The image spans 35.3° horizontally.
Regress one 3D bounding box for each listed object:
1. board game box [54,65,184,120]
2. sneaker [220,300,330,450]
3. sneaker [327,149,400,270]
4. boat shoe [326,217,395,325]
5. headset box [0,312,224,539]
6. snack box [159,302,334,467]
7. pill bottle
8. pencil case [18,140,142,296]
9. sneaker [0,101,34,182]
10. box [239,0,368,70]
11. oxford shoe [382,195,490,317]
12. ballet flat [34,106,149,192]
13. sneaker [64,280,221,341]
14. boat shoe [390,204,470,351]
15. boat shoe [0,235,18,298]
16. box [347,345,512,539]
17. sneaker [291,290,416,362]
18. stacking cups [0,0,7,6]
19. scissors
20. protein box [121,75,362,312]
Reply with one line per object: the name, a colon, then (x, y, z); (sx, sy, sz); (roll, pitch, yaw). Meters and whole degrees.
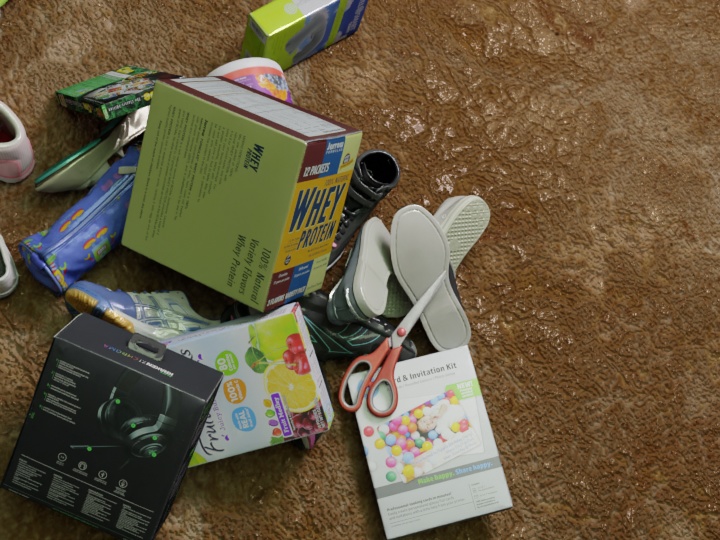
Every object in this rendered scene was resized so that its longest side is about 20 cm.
board game box: (-0.288, -0.214, 1.349); (0.104, 0.200, 0.024); (-27, 114, -21)
sneaker: (-0.102, 0.117, 1.338); (0.080, 0.086, 0.201); (-33, 107, -60)
sneaker: (-0.022, -0.078, 1.418); (0.071, 0.099, 0.200); (38, 67, -2)
boat shoe: (0.000, 0.000, 1.364); (0.073, 0.062, 0.200); (54, 24, -21)
headset box: (-0.261, 0.164, 1.206); (0.173, 0.093, 0.201); (22, 105, 0)
snack box: (-0.145, 0.132, 1.264); (0.199, 0.053, 0.143); (-15, 100, 7)
pill bottle: (-0.124, -0.152, 1.408); (0.111, 0.111, 0.201); (-13, 75, -19)
pencil case: (-0.307, -0.061, 1.328); (0.078, 0.087, 0.200); (42, 73, 10)
sneaker: (-0.475, -0.183, 1.326); (0.200, 0.105, 0.076); (29, 68, -3)
box: (-0.063, -0.331, 1.483); (0.200, 0.122, 0.048); (-33, 79, -23)
oxford shoe: (0.087, -0.019, 1.454); (0.200, 0.058, 0.075); (-49, 121, -11)
ballet flat: (-0.307, -0.144, 1.385); (0.069, 0.069, 0.200); (43, 65, 2)
sneaker: (-0.247, 0.055, 1.330); (0.199, 0.075, 0.088); (30, 58, -14)
boat shoe: (0.084, 0.005, 1.392); (0.074, 0.060, 0.201); (-24, 112, 2)
boat shoe: (-0.462, -0.059, 1.305); (0.072, 0.066, 0.201); (-27, 80, -22)
box: (0.081, 0.206, 1.357); (0.155, 0.041, 0.201); (-13, 74, -3)
sneaker: (-0.027, 0.076, 1.389); (0.199, 0.075, 0.080); (25, 96, -13)
stacking cups: (-0.479, -0.330, 1.399); (0.060, 0.061, 0.200); (38, 66, 0)
scissors: (0.037, 0.081, 1.352); (0.073, 0.014, 0.201); (21, 85, 8)
protein box: (-0.134, -0.092, 1.275); (0.199, 0.199, 0.135); (24, 21, 21)
